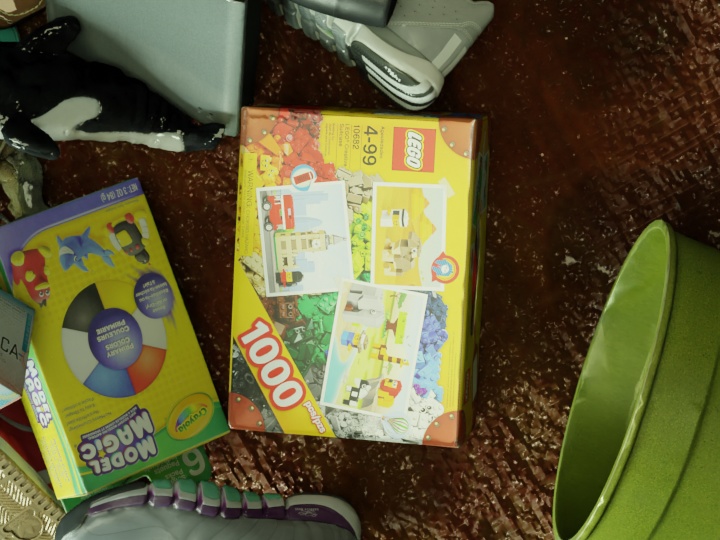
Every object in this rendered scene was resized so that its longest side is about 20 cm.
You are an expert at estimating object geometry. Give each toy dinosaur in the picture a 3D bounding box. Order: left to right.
[{"bbox_3d":[-0.210,0.016,1.643,0.088,0.047,0.201,-27,95,5],"label":"toy dinosaur"}]

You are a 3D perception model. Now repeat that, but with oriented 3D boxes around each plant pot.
[{"bbox_3d":[0.236,0.095,1.513,0.192,0.200,0.202,18,99,-5],"label":"plant pot"}]

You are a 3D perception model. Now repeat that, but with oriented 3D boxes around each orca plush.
[{"bbox_3d":[-0.178,-0.116,1.565,0.199,0.105,0.072,14,114,-7],"label":"orca plush"}]

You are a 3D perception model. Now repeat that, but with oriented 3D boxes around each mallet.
[{"bbox_3d":[0.001,-0.241,1.538,0.065,0.041,0.201,9,68,0],"label":"mallet"}]

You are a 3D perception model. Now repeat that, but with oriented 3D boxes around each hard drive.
[{"bbox_3d":[-0.126,-0.160,1.532,0.139,0.200,0.033,29,71,6],"label":"hard drive"}]

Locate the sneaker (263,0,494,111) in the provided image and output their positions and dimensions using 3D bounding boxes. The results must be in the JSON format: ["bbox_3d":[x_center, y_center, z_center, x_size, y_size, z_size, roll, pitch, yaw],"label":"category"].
[{"bbox_3d":[0.001,-0.197,1.577,0.200,0.075,0.116,41,79,14],"label":"sneaker"}]

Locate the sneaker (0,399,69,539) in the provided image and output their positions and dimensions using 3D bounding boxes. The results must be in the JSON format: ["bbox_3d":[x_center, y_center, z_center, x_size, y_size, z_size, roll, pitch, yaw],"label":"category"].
[{"bbox_3d":[-0.212,0.144,1.654,0.071,0.113,0.200,-30,121,9],"label":"sneaker"}]

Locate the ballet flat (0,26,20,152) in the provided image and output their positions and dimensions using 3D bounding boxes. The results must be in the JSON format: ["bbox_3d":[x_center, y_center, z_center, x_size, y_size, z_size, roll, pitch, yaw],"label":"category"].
[{"bbox_3d":[-0.265,-0.070,1.623,0.069,0.070,0.201,9,72,9],"label":"ballet flat"}]

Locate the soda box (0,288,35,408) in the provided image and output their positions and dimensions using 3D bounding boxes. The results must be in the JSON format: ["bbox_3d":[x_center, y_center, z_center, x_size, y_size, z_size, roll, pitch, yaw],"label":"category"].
[{"bbox_3d":[-0.289,0.072,1.564,0.199,0.069,0.063,-27,134,34],"label":"soda box"}]

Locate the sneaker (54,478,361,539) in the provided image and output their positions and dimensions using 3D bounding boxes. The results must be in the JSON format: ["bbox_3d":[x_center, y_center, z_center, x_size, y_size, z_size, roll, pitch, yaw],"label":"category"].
[{"bbox_3d":[-0.087,0.182,1.575,0.199,0.088,0.075,2,140,-20],"label":"sneaker"}]

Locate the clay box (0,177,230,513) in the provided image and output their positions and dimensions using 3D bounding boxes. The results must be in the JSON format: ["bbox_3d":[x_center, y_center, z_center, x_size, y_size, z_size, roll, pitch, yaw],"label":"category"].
[{"bbox_3d":[-0.160,0.055,1.604,0.047,0.114,0.201,-18,94,56],"label":"clay box"}]

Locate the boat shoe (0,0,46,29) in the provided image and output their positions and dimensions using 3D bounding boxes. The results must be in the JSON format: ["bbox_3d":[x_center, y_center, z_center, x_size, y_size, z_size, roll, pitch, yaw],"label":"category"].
[{"bbox_3d":[-0.258,-0.246,1.594,0.075,0.074,0.201,-31,91,-15],"label":"boat shoe"}]

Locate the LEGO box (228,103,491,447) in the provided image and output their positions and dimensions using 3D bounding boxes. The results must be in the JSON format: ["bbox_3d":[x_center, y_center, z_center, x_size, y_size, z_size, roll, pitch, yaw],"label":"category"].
[{"bbox_3d":[0.000,0.000,1.586,0.148,0.077,0.202,3,97,10],"label":"LEGO box"}]
